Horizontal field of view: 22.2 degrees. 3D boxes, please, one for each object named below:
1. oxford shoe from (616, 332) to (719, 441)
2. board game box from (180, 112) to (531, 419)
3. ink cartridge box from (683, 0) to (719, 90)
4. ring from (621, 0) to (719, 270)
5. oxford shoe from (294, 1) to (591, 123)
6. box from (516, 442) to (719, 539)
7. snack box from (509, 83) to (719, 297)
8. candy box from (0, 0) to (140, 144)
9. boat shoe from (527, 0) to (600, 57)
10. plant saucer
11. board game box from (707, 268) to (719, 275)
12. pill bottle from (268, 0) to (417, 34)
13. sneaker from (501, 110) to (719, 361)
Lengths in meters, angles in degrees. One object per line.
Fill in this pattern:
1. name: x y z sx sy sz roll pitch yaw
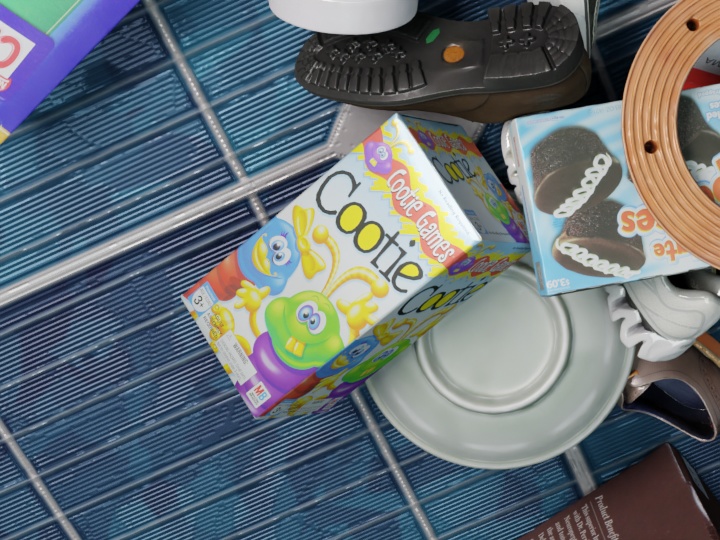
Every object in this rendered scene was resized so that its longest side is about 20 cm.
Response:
1. oxford shoe: 0.188 0.052 1.322 0.200 0.073 0.071 30 131 -12
2. board game box: 0.000 0.000 1.225 0.200 0.103 0.105 -40 163 21
3. ink cartridge box: 0.289 -0.133 1.221 0.161 0.050 0.200 14 109 -16
4. ring: 0.263 -0.092 1.161 0.200 0.019 0.201 0 86 -2
5. oxford shoe: 0.053 -0.123 1.194 0.200 0.073 0.084 5 157 24
6. box: 0.217 0.279 1.417 0.200 0.166 0.164 -34 118 12
7. snack box: 0.204 -0.056 1.184 0.200 0.037 0.116 -10 87 -3
8. candy box: -0.220 -0.203 1.109 0.200 0.077 0.169 -43 123 12
9. boat shoe: 0.141 -0.217 1.175 0.064 0.071 0.200 -16 127 -11
10. plant saucer: 0.092 0.044 1.281 0.200 0.050 0.200 1 95 7
11. board game box: 0.301 -0.065 1.309 0.135 0.035 0.200 14 116 -16
12. pill bottle: -0.005 -0.252 1.107 0.116 0.116 0.200 -1 119 -8
13. sneaker: 0.175 -0.036 1.243 0.200 0.075 0.081 52 145 3
